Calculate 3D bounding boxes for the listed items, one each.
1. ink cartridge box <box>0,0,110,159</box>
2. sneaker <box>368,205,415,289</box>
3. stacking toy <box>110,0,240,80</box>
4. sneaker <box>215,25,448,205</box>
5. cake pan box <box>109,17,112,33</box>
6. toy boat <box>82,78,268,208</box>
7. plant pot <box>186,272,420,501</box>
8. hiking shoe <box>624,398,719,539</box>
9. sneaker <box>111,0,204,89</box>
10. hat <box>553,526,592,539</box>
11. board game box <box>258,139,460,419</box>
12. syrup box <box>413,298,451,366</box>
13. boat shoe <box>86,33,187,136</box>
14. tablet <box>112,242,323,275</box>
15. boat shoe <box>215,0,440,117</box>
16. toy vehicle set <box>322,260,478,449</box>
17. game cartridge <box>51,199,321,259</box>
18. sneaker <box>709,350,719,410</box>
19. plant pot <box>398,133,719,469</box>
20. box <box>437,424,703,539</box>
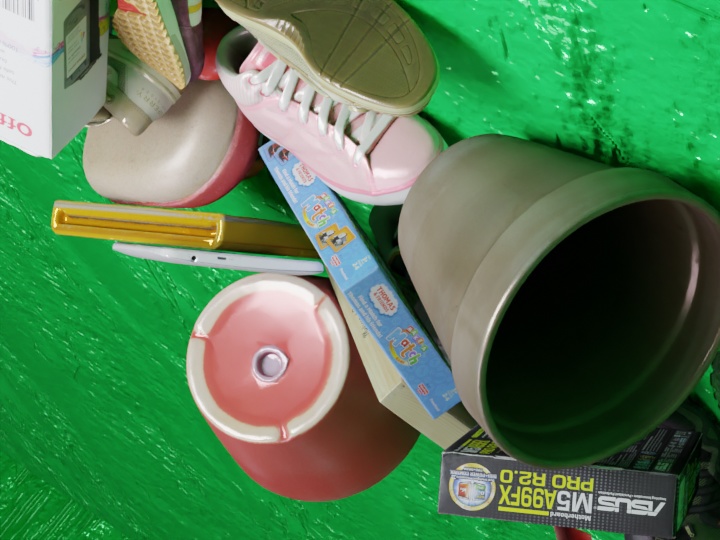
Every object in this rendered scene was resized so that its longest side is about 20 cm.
[{"bbox_3d":[-0.255,-0.199,1.475,0.147,0.086,0.201,27,140,15],"label":"ink cartridge box"},{"bbox_3d":[0.074,-0.010,1.551,0.079,0.079,0.200,43,164,-31],"label":"sneaker"},{"bbox_3d":[-0.168,-0.216,1.554,0.200,0.086,0.085,37,163,-16],"label":"stacking toy"},{"bbox_3d":[-0.029,-0.118,1.496,0.200,0.075,0.105,30,165,38],"label":"sneaker"},{"bbox_3d":[-0.281,-0.264,1.684,0.184,0.052,0.200,40,162,4],"label":"cake pan box"},{"bbox_3d":[-0.132,-0.109,1.695,0.130,0.131,0.200,14,177,-31],"label":"toy boat"},{"bbox_3d":[-0.053,0.089,1.769,0.200,0.201,0.177,32,178,19],"label":"plant pot"},{"bbox_3d":[0.238,0.167,1.616,0.200,0.101,0.076,49,159,-29],"label":"hiking shoe"},{"bbox_3d":[-0.128,-0.205,1.458,0.075,0.090,0.200,36,163,18],"label":"sneaker"},{"bbox_3d":[0.136,0.171,1.698,0.199,0.176,0.166,19,153,46],"label":"hat"},{"bbox_3d":[0.000,0.000,1.563,0.151,0.037,0.200,55,-178,-39],"label":"board game box"},{"bbox_3d":[0.128,0.050,1.581,0.079,0.082,0.200,43,161,-30],"label":"syrup box"},{"bbox_3d":[-0.208,-0.149,1.626,0.072,0.065,0.200,43,169,-36],"label":"boat shoe"},{"bbox_3d":[-0.118,-0.009,1.670,0.129,0.014,0.200,6,180,-18],"label":"tablet"},{"bbox_3d":[-0.018,-0.154,1.409,0.200,0.073,0.063,30,167,34],"label":"boat shoe"},{"bbox_3d":[0.040,0.067,1.690,0.124,0.027,0.200,38,-163,-33],"label":"toy vehicle set"},{"bbox_3d":[-0.129,-0.030,1.744,0.175,0.033,0.200,6,178,32],"label":"game cartridge"},{"bbox_3d":[0.317,0.120,1.403,0.200,0.077,0.085,44,156,-17],"label":"sneaker"},{"bbox_3d":[0.115,0.001,1.361,0.173,0.200,0.200,43,170,47],"label":"plant pot"},{"bbox_3d":[0.151,0.139,1.451,0.159,0.045,0.200,4,-175,13],"label":"box"}]
